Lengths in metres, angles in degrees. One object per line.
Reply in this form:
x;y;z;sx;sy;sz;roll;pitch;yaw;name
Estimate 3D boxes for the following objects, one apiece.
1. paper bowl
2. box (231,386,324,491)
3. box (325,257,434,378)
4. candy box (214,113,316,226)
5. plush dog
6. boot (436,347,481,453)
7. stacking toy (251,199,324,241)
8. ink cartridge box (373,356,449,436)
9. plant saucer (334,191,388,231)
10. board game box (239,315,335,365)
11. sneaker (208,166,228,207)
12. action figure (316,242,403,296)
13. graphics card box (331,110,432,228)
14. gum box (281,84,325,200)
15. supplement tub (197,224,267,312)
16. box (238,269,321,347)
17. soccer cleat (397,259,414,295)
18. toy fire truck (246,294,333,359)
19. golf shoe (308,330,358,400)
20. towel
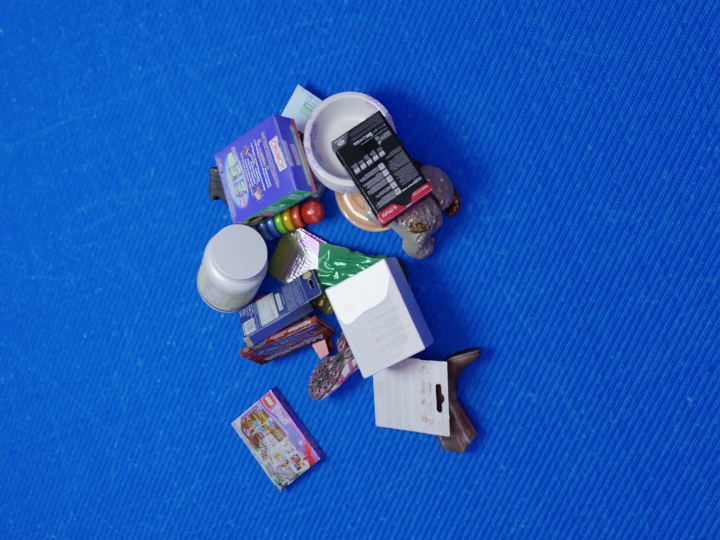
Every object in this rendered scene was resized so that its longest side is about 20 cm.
-0.021;-0.265;1.588;0.194;0.104;0.207;0;81;-1;paper bowl
-0.197;0.400;1.774;0.136;0.039;0.202;-38;85;14;box
0.042;0.097;1.574;0.150;0.106;0.204;-26;84;17;box
-0.207;-0.210;1.602;0.197;0.076;0.174;-24;79;36;candy box
0.130;-0.146;1.592;0.199;0.160;0.174;38;71;-18;plush dog
0.224;0.290;1.650;0.184;0.064;0.204;-27;84;27;boot
-0.171;-0.114;1.688;0.195;0.085;0.088;-10;92;23;stacking toy
0.118;0.270;1.649;0.196;0.050;0.166;-1;94;35;ink cartridge box
0.034;-0.190;1.674;0.194;0.032;0.207;1;94;13;plant saucer
-0.162;0.159;1.664;0.196;0.103;0.020;-24;65;14;board game box
-0.268;-0.180;1.735;0.195;0.076;0.093;17;105;21;sneaker
0.000;0.000;1.662;0.194;0.055;0.122;2;94;18;action figure
0.042;-0.203;1.497;0.124;0.051;0.202;-33;80;-4;graphics card box
-0.119;-0.286;1.696;0.168;0.045;0.203;33;100;8;gum box
-0.284;-0.004;1.663;0.141;0.200;0.149;7;66;-17;supplement tub
-0.176;0.082;1.664;0.197;0.122;0.033;-31;121;1;box
0.098;0.077;1.670;0.067;0.073;0.206;-19;73;27;soccer cleat
-0.164;0.133;1.739;0.139;0.049;0.203;-30;86;14;toy fire truck
-0.038;0.219;1.692;0.201;0.091;0.073;-52;48;8;golf shoe
-0.112;-0.004;1.730;0.197;0.023;0.146;31;102;10;towel
